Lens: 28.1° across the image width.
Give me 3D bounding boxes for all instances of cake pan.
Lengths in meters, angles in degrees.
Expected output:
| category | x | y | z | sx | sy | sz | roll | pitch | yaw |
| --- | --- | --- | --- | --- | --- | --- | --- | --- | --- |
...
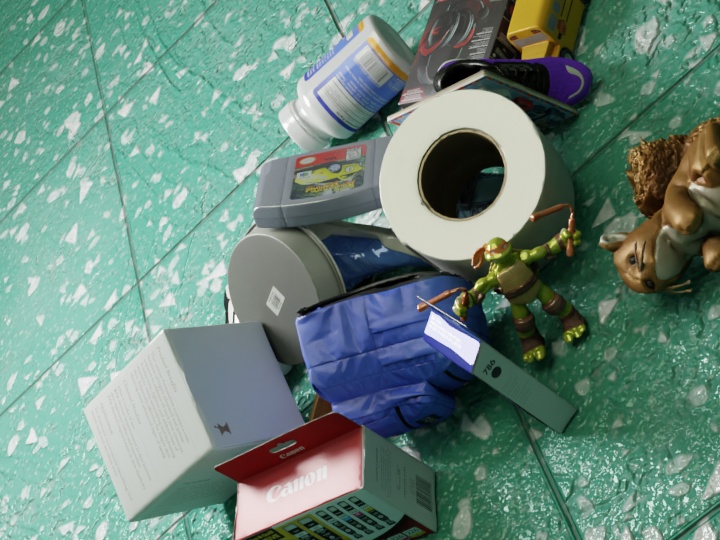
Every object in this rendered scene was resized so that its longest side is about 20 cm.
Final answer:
| category | x | y | z | sx | sy | sz | roll | pitch | yaw |
| --- | --- | --- | --- | --- | --- | --- | --- | --- | --- |
| cake pan | -0.097 | 0.031 | 1.814 | 0.199 | 0.202 | 0.037 | -4 | 15 | 46 |

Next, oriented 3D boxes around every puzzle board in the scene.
| category | x | y | z | sx | sy | sz | roll | pitch | yaw |
| --- | --- | --- | --- | --- | --- | --- | --- | --- | --- |
| puzzle board | 0.151 | -0.185 | 1.748 | 0.150 | 0.199 | 0.018 | -23 | 67 | 36 |

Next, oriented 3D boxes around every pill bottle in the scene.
| category | x | y | z | sx | sy | sz | roll | pitch | yaw |
| --- | --- | --- | --- | --- | --- | --- | --- | --- | --- |
| pill bottle | -0.020 | -0.261 | 2.060 | 0.200 | 0.112 | 0.113 | -40 | 39 | 19 |

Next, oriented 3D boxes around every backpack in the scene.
| category | x | y | z | sx | sy | sz | roll | pitch | yaw |
| --- | --- | --- | --- | --- | --- | --- | --- | --- | --- |
| backpack | 0.055 | 0.095 | 1.656 | 0.198 | 0.162 | 0.169 | -21 | 77 | 16 |

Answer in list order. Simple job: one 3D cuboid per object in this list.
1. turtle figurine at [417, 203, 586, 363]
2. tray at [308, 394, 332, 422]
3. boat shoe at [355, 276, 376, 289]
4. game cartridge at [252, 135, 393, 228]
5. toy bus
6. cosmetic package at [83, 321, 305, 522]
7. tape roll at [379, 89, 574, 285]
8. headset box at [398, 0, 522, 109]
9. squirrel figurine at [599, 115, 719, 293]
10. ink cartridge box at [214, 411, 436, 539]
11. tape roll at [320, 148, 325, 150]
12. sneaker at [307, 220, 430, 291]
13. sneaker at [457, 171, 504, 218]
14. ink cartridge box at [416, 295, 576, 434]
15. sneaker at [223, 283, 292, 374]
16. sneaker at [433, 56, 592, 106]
| category | x | y | z | sx | sy | sz | roll | pitch | yaw |
| --- | --- | --- | --- | --- | --- | --- | --- | --- | --- |
| turtle figurine | 0.168 | 0.023 | 1.574 | 0.199 | 0.162 | 0.064 | -35 | 27 | 0 |
| tray | -0.009 | 0.150 | 1.790 | 0.098 | 0.037 | 0.202 | -11 | 55 | 43 |
| boat shoe | -0.044 | 0.028 | 1.905 | 0.202 | 0.063 | 0.074 | -51 | 35 | 3 |
| game cartridge | -0.035 | -0.108 | 1.791 | 0.198 | 0.041 | 0.134 | -11 | 36 | 9 |
| toy bus | 0.243 | -0.336 | 1.854 | 0.065 | 0.078 | 0.202 | -8 | 57 | 44 |
| cosmetic package | -0.208 | 0.188 | 1.801 | 0.200 | 0.165 | 0.168 | -41 | 65 | 36 |
| tape roll | 0.137 | -0.092 | 1.670 | 0.201 | 0.139 | 0.205 | -6 | 75 | 22 |
| headset box | 0.146 | -0.277 | 1.919 | 0.148 | 0.075 | 0.202 | -3 | 61 | 46 |
| squirrel figurine | 0.345 | -0.063 | 1.512 | 0.187 | 0.141 | 0.201 | -48 | 22 | 26 |
| ink cartridge box | -0.044 | 0.259 | 1.626 | 0.199 | 0.175 | 0.084 | -29 | 43 | 31 |
| tape roll | -0.088 | -0.075 | 1.953 | 0.204 | 0.037 | 0.203 | -56 | -5 | -7 |
| sneaker | 0.000 | 0.000 | 1.834 | 0.077 | 0.198 | 0.112 | -62 | -19 | -80 |
| sneaker | 0.109 | -0.094 | 1.798 | 0.199 | 0.095 | 0.080 | -5 | 58 | 46 |
| ink cartridge box | 0.137 | 0.102 | 1.528 | 0.039 | 0.200 | 0.099 | -54 | 35 | -2 |
| sneaker | -0.175 | 0.105 | 1.976 | 0.112 | 0.073 | 0.200 | -45 | 39 | 10 |
| sneaker | 0.184 | -0.225 | 1.761 | 0.198 | 0.100 | 0.070 | 0 | 98 | 11 |
